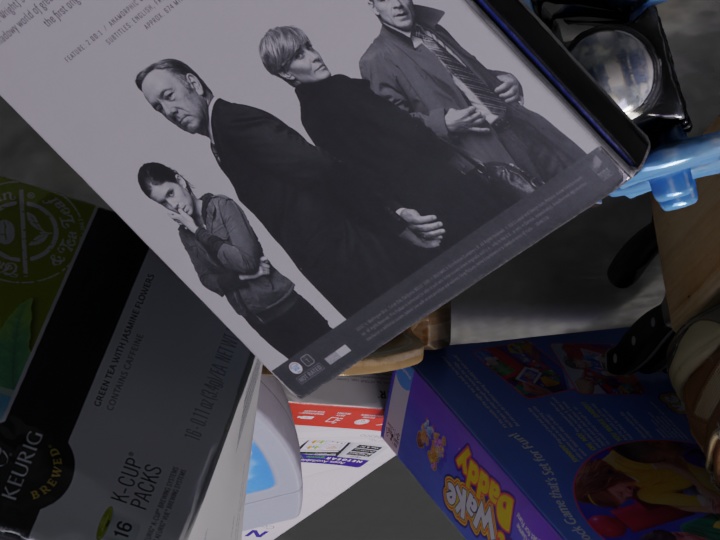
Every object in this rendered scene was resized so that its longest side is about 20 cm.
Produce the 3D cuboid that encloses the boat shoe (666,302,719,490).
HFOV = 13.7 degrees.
[{"bbox_3d":[0.174,0.032,1.133,0.075,0.074,0.200,-4,158,-11],"label":"boat shoe"}]

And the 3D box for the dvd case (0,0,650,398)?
[{"bbox_3d":[-0.034,-0.067,0.880,0.150,0.025,0.200,-34,106,36],"label":"dvd case"}]

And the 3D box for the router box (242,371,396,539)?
[{"bbox_3d":[-0.088,0.067,1.332,0.199,0.049,0.179,5,154,-29],"label":"router box"}]

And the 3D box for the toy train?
[{"bbox_3d":[0.061,-0.053,0.985,0.114,0.087,0.200,-16,180,7],"label":"toy train"}]

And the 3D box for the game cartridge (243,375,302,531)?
[{"bbox_3d":[-0.096,0.070,1.225,0.133,0.041,0.200,-18,154,7],"label":"game cartridge"}]

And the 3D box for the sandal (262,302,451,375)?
[{"bbox_3d":[-0.006,0.000,1.189,0.077,0.070,0.212,0,-178,12],"label":"sandal"}]

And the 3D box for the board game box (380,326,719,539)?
[{"bbox_3d":[0.113,0.095,1.233,0.134,0.200,0.045,-5,121,-27],"label":"board game box"}]

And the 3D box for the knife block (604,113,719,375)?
[{"bbox_3d":[0.150,-0.014,1.196,0.175,0.064,0.200,-19,156,23],"label":"knife block"}]

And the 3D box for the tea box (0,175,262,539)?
[{"bbox_3d":[-0.143,0.073,1.029,0.196,0.134,0.200,17,145,3],"label":"tea box"}]
